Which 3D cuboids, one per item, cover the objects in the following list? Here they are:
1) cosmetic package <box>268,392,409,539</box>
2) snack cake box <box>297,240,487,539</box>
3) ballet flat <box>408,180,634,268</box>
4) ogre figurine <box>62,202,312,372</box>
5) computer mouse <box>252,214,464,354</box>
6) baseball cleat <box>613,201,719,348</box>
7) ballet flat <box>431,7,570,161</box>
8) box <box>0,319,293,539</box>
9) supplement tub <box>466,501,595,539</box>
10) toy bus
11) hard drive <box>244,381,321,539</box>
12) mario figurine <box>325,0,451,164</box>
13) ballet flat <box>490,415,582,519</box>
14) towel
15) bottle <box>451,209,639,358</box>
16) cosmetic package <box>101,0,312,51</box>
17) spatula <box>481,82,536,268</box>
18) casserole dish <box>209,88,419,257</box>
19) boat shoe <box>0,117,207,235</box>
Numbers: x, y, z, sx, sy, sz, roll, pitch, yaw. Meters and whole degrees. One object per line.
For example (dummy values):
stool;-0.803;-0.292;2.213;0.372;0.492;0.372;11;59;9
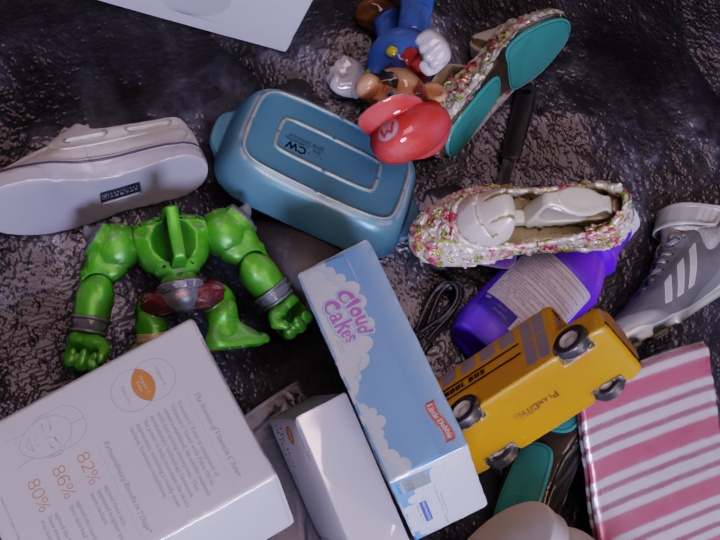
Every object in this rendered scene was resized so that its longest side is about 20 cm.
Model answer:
cosmetic package;-0.005;0.199;1.172;0.050;0.082;0.202;-24;92;-22
snack cake box;0.024;0.093;1.155;0.067;0.115;0.201;-25;56;-1
ballet flat;0.139;-0.048;1.256;0.198;0.064;0.076;-8;70;-8
ogre figurine;-0.146;0.011;1.211;0.198;0.098;0.121;-10;85;6
computer mouse;0.000;0.000;1.282;0.200;0.046;0.141;41;72;-3
baseball cleat;0.279;0.003;1.355;0.199;0.070;0.107;-25;78;-29
ballet flat;0.111;-0.182;1.348;0.064;0.076;0.200;31;61;29
box;-0.174;0.163;1.126;0.199;0.107;0.153;-27;62;-10
supplement tub;0.170;0.299;1.190;0.200;0.140;0.141;46;70;-16
toy bus;0.129;0.098;1.219;0.199;0.079;0.065;-35;119;18
hard drive;-0.092;0.202;1.212;0.200;0.042;0.135;-39;90;-20
mario figurine;0.023;-0.180;1.270;0.105;0.124;0.202;-1;51;-2
ballet flat;0.168;0.149;1.285;0.068;0.068;0.202;19;79;35
towel;0.251;0.173;1.277;0.145;0.030;0.202;-15;101;-27
bottle;0.170;0.010;1.316;0.084;0.065;0.200;44;70;4
cosmetic package;-0.124;-0.299;1.237;0.197;0.200;0.124;14;74;-12
spatula;0.131;-0.091;1.336;0.056;0.021;0.202;9;57;13
casserole dish;-0.034;-0.090;1.280;0.198;0.039;0.122;24;52;-7
boat shoe;-0.231;-0.087;1.236;0.198;0.071;0.070;-15;54;-14
